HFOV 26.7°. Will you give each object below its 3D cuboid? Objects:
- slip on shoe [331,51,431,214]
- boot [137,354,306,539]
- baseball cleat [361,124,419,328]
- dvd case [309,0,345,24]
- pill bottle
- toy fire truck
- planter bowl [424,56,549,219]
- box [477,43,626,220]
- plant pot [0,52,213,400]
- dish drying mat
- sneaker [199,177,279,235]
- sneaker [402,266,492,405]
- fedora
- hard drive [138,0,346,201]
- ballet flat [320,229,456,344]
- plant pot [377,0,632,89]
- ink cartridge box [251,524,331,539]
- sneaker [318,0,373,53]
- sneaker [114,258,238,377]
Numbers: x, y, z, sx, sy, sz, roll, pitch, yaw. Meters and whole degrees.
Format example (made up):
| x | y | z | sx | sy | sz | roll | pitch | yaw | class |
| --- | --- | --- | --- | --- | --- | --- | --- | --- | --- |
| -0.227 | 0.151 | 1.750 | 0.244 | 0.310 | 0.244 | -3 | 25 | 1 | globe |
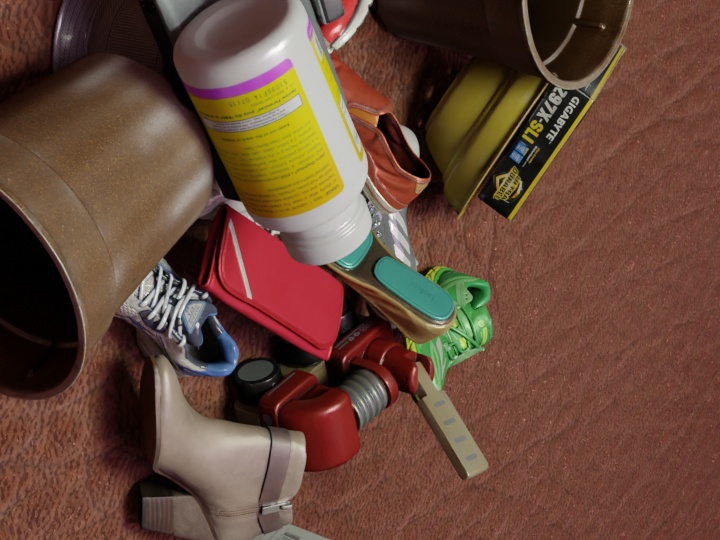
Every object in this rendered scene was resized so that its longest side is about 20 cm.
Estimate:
| x | y | z | sx | sy | sz | roll | pitch | yaw | class |
| --- | --- | --- | --- | --- | --- | --- | --- | --- | --- |
| 0.000 | -0.148 | 1.392 | 0.201 | 0.061 | 0.074 | 58 | 27 | -11 | slip on shoe |
| -0.119 | 0.155 | 1.319 | 0.144 | 0.071 | 0.202 | -3 | 125 | -17 | boot |
| 0.008 | -0.044 | 1.485 | 0.106 | 0.069 | 0.203 | 2 | 89 | -46 | baseball cleat |
| -0.077 | -0.312 | 1.223 | 0.025 | 0.150 | 0.202 | -27 | 125 | -15 | dvd case |
| -0.057 | -0.102 | 1.138 | 0.104 | 0.103 | 0.201 | -50 | 133 | -30 | pill bottle |
| 0.007 | 0.133 | 1.415 | 0.176 | 0.198 | 0.130 | -38 | 128 | -39 | toy fire truck |
| 0.122 | -0.158 | 1.543 | 0.202 | 0.083 | 0.200 | -56 | 176 | -5 | planter bowl |
| 0.203 | -0.157 | 1.595 | 0.160 | 0.049 | 0.200 | -56 | 178 | 29 | box |
| -0.217 | -0.047 | 1.093 | 0.198 | 0.198 | 0.202 | -47 | 134 | -43 | plant pot |
| -0.072 | 0.014 | 1.326 | 0.200 | 0.018 | 0.078 | 35 | 60 | -53 | dish drying mat |
| -0.092 | -0.064 | 1.324 | 0.199 | 0.075 | 0.082 | -21 | 104 | -46 | sneaker |
| 0.091 | 0.061 | 1.549 | 0.201 | 0.082 | 0.075 | -69 | 156 | -51 | sneaker |
| -0.143 | -0.168 | 1.222 | 0.199 | 0.090 | 0.180 | -1 | 101 | -52 | fedora |
| -0.090 | -0.175 | 1.185 | 0.140 | 0.033 | 0.202 | -46 | 132 | -31 | hard drive |
| 0.000 | 0.000 | 1.431 | 0.069 | 0.200 | 0.063 | -48 | 177 | -38 | ballet flat |
| 0.127 | -0.284 | 1.434 | 0.199 | 0.196 | 0.203 | -21 | 117 | -48 | plant pot |
| -0.060 | 0.319 | 1.384 | 0.145 | 0.198 | 0.084 | -42 | 130 | -36 | ink cartridge box |
| -0.037 | -0.280 | 1.330 | 0.085 | 0.076 | 0.203 | 30 | 54 | -42 | sneaker |
| -0.163 | 0.024 | 1.259 | 0.078 | 0.084 | 0.200 | -61 | 139 | -19 | sneaker |
